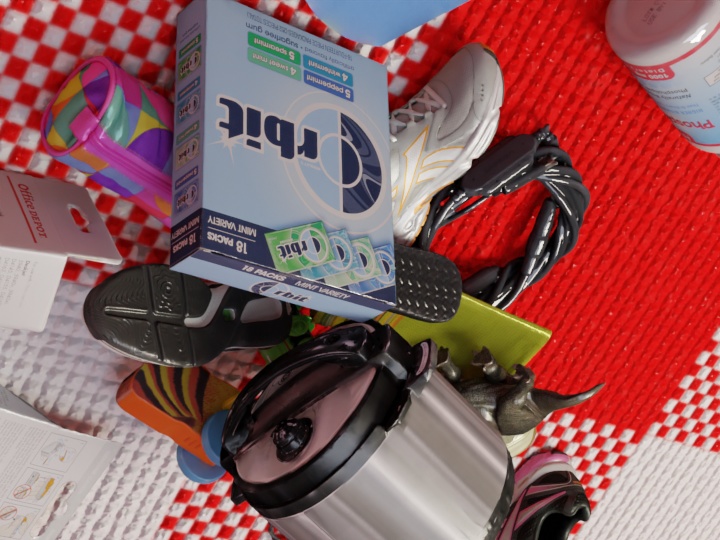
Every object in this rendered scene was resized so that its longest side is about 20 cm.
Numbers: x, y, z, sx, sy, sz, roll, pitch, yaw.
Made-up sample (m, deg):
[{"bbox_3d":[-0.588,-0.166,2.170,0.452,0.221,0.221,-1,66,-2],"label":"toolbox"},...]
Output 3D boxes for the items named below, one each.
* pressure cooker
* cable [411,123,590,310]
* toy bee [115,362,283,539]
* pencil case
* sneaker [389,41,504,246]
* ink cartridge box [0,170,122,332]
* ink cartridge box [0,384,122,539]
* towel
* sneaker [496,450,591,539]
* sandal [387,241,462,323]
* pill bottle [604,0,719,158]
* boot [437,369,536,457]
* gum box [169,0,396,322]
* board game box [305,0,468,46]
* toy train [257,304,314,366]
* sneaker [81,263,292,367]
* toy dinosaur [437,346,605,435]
[{"bbox_3d":[0.000,0.135,1.076,0.200,0.178,0.177,43,74,-22],"label":"pressure cooker"},{"bbox_3d":[0.109,-0.029,1.233,0.199,0.051,0.164,-38,138,-9],"label":"cable"},{"bbox_3d":[-0.107,0.134,1.196,0.201,0.130,0.109,58,46,-26],"label":"toy bee"},{"bbox_3d":[-0.137,-0.075,1.041,0.199,0.089,0.089,33,103,-38],"label":"pencil case"},{"bbox_3d":[0.034,-0.100,1.128,0.091,0.076,0.201,24,108,-33],"label":"sneaker"},{"bbox_3d":[-0.278,-0.020,0.982,0.198,0.116,0.067,10,117,-32],"label":"ink cartridge box"},{"bbox_3d":[-0.316,0.164,1.147,0.199,0.050,0.163,23,108,-47],"label":"ink cartridge box"},{"bbox_3d":[0.060,0.047,1.198,0.198,0.018,0.086,23,128,-24],"label":"towel"},{"bbox_3d":[0.160,0.282,1.450,0.080,0.087,0.201,20,111,-35],"label":"sneaker"},{"bbox_3d":[0.000,0.000,1.109,0.199,0.045,0.076,21,74,-42],"label":"sandal"},{"bbox_3d":[0.297,-0.169,1.195,0.109,0.109,0.200,-45,130,7],"label":"pill bottle"},{"bbox_3d":[0.062,0.135,1.307,0.198,0.072,0.156,-27,129,-11],"label":"boot"},{"bbox_3d":[-0.054,-0.079,1.018,0.168,0.203,0.044,17,150,-36],"label":"gum box"},{"bbox_3d":[0.038,-0.260,1.041,0.198,0.039,0.159,-27,136,-2],"label":"board game box"},{"bbox_3d":[-0.044,0.097,1.244,0.056,0.042,0.201,-25,131,3],"label":"toy train"},{"bbox_3d":[-0.154,0.045,1.077,0.114,0.077,0.199,-16,169,36],"label":"sneaker"},{"bbox_3d":[0.110,0.113,1.217,0.198,0.078,0.103,-20,144,6],"label":"toy dinosaur"}]
